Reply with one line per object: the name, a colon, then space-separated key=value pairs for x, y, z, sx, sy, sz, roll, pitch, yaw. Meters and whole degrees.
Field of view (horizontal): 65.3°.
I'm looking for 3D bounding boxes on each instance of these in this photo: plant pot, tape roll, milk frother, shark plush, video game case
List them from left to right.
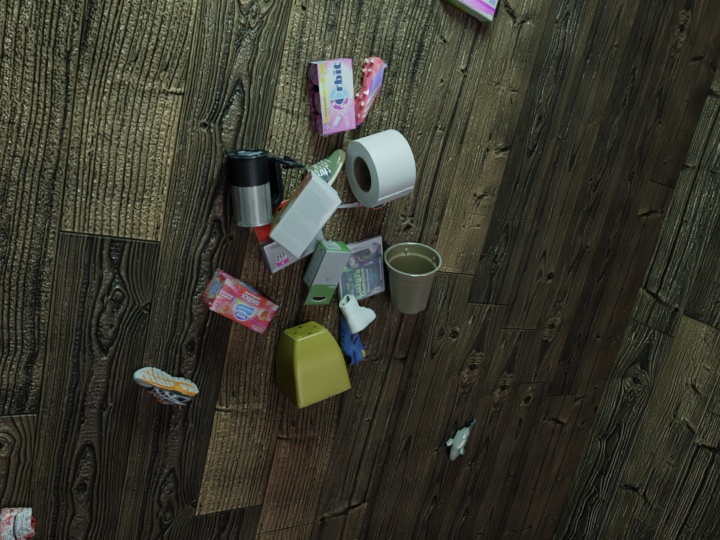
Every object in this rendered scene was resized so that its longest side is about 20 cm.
milk frother: x=-0.255 y=-0.222 z=1.524 sx=0.177 sy=0.198 sz=0.194 roll=-17 pitch=117 yaw=-31
plant pot: x=-0.163 y=0.281 z=1.792 sx=0.191 sy=0.193 sz=0.206 roll=-14 pitch=107 yaw=-28
video game case: x=0.000 y=0.000 z=1.890 sx=0.178 sy=0.023 sz=0.206 roll=-18 pitch=117 yaw=-27
tape roll: x=0.058 y=-0.308 z=1.700 sx=0.136 sy=0.201 sz=0.208 roll=-22 pitch=119 yaw=-25
plant pot: x=0.172 y=0.037 z=1.932 sx=0.196 sy=0.200 sz=0.188 roll=-17 pitch=128 yaw=-27
shark plush: x=0.440 y=0.734 z=2.468 sx=0.203 sy=0.089 sz=0.084 roll=-63 pitch=151 yaw=-23

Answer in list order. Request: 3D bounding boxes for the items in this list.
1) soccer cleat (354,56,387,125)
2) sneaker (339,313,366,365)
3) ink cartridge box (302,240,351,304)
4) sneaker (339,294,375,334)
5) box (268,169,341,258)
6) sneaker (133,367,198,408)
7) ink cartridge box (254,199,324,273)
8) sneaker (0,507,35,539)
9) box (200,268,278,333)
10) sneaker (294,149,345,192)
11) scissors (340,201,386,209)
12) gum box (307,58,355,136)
soccer cleat: x=0.027 y=-0.532 z=1.681 sx=0.075 sy=0.066 sz=0.206 roll=8 pitch=101 yaw=-40
sneaker: x=-0.043 y=0.241 z=1.928 sx=0.077 sy=0.066 sz=0.204 roll=-29 pitch=122 yaw=-17
ink cartridge box: x=-0.116 y=0.008 z=1.773 sx=0.102 sy=0.059 sz=0.204 roll=1 pitch=123 yaw=-42
sneaker: x=-0.010 y=0.127 z=1.872 sx=0.072 sy=0.200 sz=0.118 roll=-25 pitch=93 yaw=15
box: x=-0.157 y=-0.161 z=1.578 sx=0.105 sy=0.153 sz=0.201 roll=36 pitch=99 yaw=-16
sneaker: x=-0.564 y=0.342 z=1.611 sx=0.198 sy=0.078 sz=0.078 roll=33 pitch=98 yaw=-37
ink cartridge box: x=-0.214 y=-0.115 z=1.690 sx=0.197 sy=0.043 sz=0.177 roll=-29 pitch=123 yaw=-22
sneaker: x=-0.939 y=0.735 z=1.511 sx=0.105 sy=0.067 sz=0.208 roll=5 pitch=102 yaw=-32
box: x=-0.351 y=0.092 z=1.642 sx=0.198 sy=0.095 sz=0.101 roll=33 pitch=90 yaw=-38
sneaker: x=-0.125 y=-0.288 z=1.668 sx=0.089 sy=0.067 sz=0.204 roll=32 pitch=84 yaw=-29
scissors: x=0.005 y=-0.211 z=1.818 sx=0.197 sy=0.014 sz=0.075 roll=-28 pitch=123 yaw=-24
gum box: x=-0.081 y=-0.496 z=1.617 sx=0.111 sy=0.066 sz=0.206 roll=-18 pitch=117 yaw=-28
